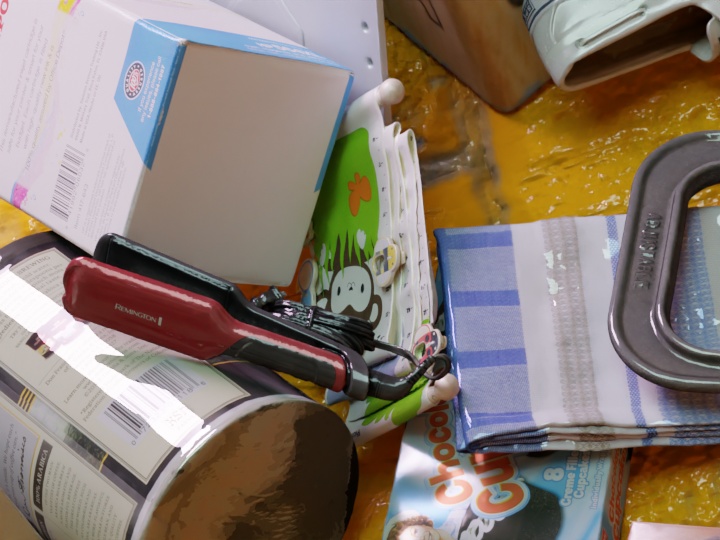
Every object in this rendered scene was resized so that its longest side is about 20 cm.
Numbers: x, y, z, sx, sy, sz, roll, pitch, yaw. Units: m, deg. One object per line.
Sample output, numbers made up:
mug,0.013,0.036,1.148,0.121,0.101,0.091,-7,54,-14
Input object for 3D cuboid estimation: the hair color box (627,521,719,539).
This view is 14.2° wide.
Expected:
hair color box,0.160,0.219,1.340,0.111,0.064,0.201,1,53,26

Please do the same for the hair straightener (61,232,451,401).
hair straightener,-0.046,0.020,1.460,0.199,0.041,0.077,14,27,14

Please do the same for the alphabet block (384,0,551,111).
alphabet block,0.070,-0.252,1.663,0.195,0.200,0.196,-41,49,-9

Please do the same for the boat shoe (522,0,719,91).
boat shoe,0.195,-0.141,1.593,0.201,0.075,0.086,-15,59,-5

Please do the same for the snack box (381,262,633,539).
snack box,0.082,0.082,1.500,0.116,0.037,0.201,-2,53,20

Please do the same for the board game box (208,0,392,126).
board game box,-0.045,-0.137,1.620,0.026,0.201,0.200,-21,28,-35

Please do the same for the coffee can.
coffee can,-0.119,0.087,1.516,0.146,0.147,0.200,-44,50,-13

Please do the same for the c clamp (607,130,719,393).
c clamp,0.215,-0.012,1.477,0.170,0.027,0.200,12,53,13

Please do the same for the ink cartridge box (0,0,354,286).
ink cartridge box,-0.124,-0.088,1.588,0.200,0.125,0.129,31,108,45

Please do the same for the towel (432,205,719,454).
towel,0.142,0.027,1.484,0.199,0.024,0.147,-4,54,-1

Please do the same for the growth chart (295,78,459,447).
growth chart,0.000,0.000,1.541,0.145,0.018,0.201,-39,53,50

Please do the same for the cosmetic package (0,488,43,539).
cosmetic package,-0.218,0.145,1.479,0.103,0.200,0.087,31,71,40
